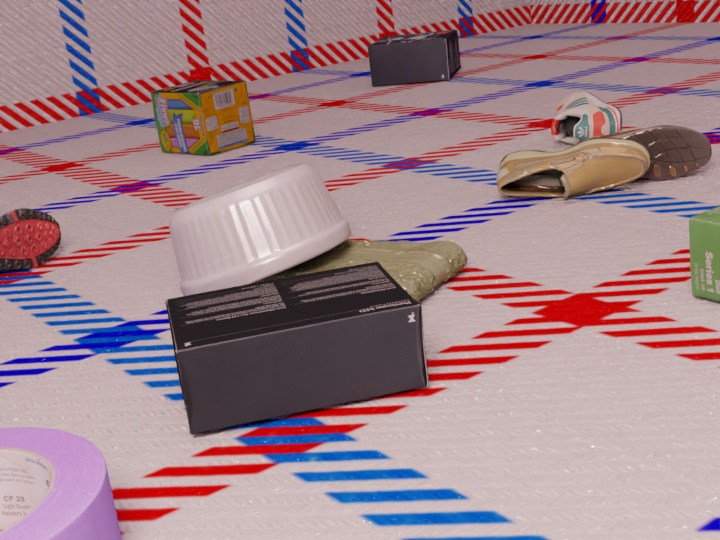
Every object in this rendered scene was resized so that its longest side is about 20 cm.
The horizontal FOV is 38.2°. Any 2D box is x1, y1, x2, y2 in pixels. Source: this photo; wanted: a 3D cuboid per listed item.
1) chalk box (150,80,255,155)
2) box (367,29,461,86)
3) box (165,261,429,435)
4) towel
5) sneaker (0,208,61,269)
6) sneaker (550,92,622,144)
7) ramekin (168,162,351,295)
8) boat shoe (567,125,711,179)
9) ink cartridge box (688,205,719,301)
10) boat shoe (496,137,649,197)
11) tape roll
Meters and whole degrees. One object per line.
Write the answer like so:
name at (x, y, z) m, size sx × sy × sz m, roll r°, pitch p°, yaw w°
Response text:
chalk box at (-0.322, -0.301, 2.035) m, size 0.200 × 0.124 × 0.125 m, roll 9°, pitch 25°, yaw 44°
box at (0.138, -0.535, 2.611) m, size 0.199 × 0.104 × 0.182 m, roll -2°, pitch 20°, yaw 15°
box at (-0.058, 0.061, 0.888) m, size 0.199 × 0.079 × 0.141 m, roll -10°, pitch 15°, yaw -11°
towel at (0.000, 0.000, 1.122) m, size 0.200 × 0.037 × 0.148 m, roll 4°, pitch 22°, yaw 32°
sneaker at (-0.490, -0.034, 1.345) m, size 0.200 × 0.080 × 0.095 m, roll -20°, pitch 20°, yaw -36°
sneaker at (0.345, -0.248, 1.696) m, size 0.093 × 0.071 × 0.200 m, roll -5°, pitch 20°, yaw -14°
ramekin at (-0.118, -0.049, 1.144) m, size 0.202 × 0.094 × 0.202 m, roll -20°, pitch 8°, yaw 3°
boat shoe at (0.376, -0.164, 1.427) m, size 0.199 × 0.076 × 0.072 m, roll -2°, pitch 16°, yaw 9°
ink cartridge box at (0.420, -0.014, 0.925) m, size 0.146 × 0.085 × 0.200 m, roll -18°, pitch 21°, yaw -31°
boat shoe at (0.278, -0.122, 1.366) m, size 0.199 × 0.072 × 0.076 m, roll -8°, pitch 31°, yaw 22°
tape roll at (-0.252, 0.171, 0.644) m, size 0.199 × 0.066 × 0.200 m, roll -6°, pitch 17°, yaw 2°
